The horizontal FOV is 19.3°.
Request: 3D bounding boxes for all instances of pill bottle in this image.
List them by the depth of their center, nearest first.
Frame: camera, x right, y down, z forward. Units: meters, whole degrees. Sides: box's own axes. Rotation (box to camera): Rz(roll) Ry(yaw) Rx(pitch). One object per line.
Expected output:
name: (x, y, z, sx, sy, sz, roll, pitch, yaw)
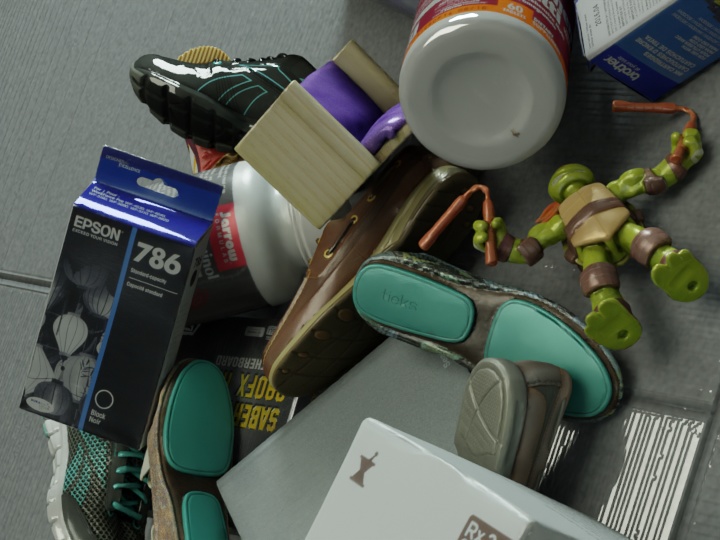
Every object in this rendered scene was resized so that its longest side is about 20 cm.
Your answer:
pill bottle: (0.089, -0.159, 1.425, 0.109, 0.109, 0.200, -41, 17, 27)
pill bottle: (-0.108, -0.020, 1.582, 0.199, 0.111, 0.111, -14, 55, 12)

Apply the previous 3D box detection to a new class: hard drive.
hard drive: (0.006, 0.135, 1.425, 0.200, 0.033, 0.140, -40, 48, 10)

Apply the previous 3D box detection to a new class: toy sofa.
toy sofa: (-0.007, -0.109, 1.475, 0.098, 0.083, 0.200, -46, 2, 19)

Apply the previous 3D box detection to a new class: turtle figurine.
turtle figurine: (0.146, -0.019, 1.345, 0.199, 0.065, 0.162, -24, 40, 0)

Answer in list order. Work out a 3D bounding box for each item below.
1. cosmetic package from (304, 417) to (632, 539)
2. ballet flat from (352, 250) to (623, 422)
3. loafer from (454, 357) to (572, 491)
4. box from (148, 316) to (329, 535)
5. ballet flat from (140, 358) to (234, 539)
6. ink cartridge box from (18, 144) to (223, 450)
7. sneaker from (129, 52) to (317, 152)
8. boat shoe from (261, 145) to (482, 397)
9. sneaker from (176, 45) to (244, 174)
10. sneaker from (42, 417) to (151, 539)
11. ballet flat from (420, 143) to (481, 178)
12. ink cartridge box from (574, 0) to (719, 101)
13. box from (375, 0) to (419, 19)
cosmetic package: (0.077, 0.210, 1.200, 0.165, 0.199, 0.166, 26, 90, 53)
ballet flat: (0.090, 0.037, 1.382, 0.199, 0.074, 0.075, 28, 91, 21)
loafer: (0.087, 0.150, 1.331, 0.072, 0.062, 0.201, 41, 123, 53)
box: (-0.099, 0.115, 1.589, 0.199, 0.048, 0.159, 3, 72, 51)
ballet flat: (-0.129, 0.159, 1.510, 0.067, 0.068, 0.201, -37, 44, 42)
ink cartridge box: (-0.173, 0.020, 1.525, 0.099, 0.039, 0.201, 17, 100, 9)
sneaker: (-0.080, -0.129, 1.627, 0.075, 0.199, 0.080, 102, -169, -68)
boat shoe: (0.000, 0.000, 1.467, 0.200, 0.072, 0.068, -50, 50, 4)
sneaker: (-0.101, -0.076, 1.693, 0.074, 0.090, 0.202, -10, 80, 6)
sneaker: (-0.183, 0.145, 1.576, 0.091, 0.077, 0.201, -39, 46, 24)
ballet flat: (0.034, -0.026, 1.513, 0.067, 0.046, 0.201, 25, 89, 53)
ink cartridge box: (0.210, -0.207, 1.384, 0.199, 0.076, 0.137, -31, 47, 33)
box: (0.035, -0.305, 1.603, 0.200, 0.130, 0.200, 33, 95, 53)
